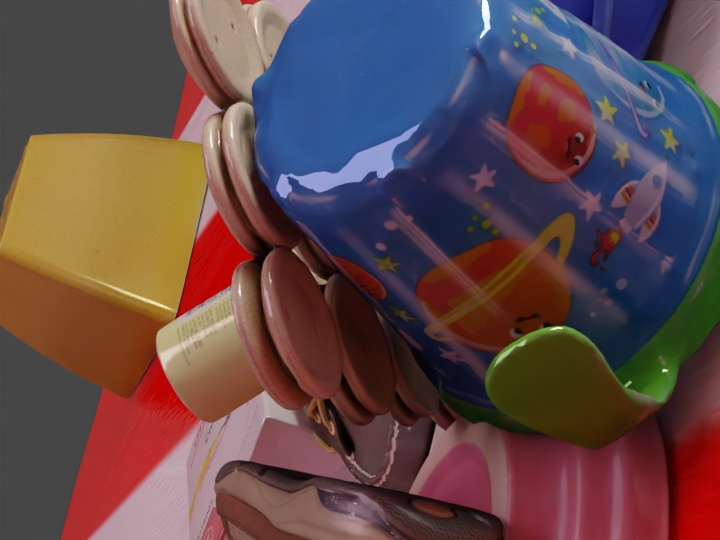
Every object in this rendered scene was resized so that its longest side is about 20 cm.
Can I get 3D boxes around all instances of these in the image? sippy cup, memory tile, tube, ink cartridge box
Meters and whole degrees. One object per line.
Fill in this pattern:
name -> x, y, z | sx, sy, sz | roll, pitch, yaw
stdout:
sippy cup -> 0.038, -0.034, 0.673 | 0.177, 0.130, 0.140 | 23, 80, 49
memory tile -> -0.009, -0.018, 0.736 | 0.200, 0.017, 0.154 | 19, -127, -69
tube -> 0.000, 0.000, 0.950 | 0.199, 0.052, 0.058 | -33, 67, 12
ink cartridge box -> -0.048, 0.095, 1.144 | 0.200, 0.067, 0.117 | -105, 34, -68

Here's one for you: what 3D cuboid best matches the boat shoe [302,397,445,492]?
boat shoe -> 0.001, 0.059, 0.990 | 0.202, 0.060, 0.073 | -116, 45, -73

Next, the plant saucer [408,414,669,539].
plant saucer -> 0.043, 0.127, 0.733 | 0.200, 0.050, 0.202 | -162, 90, -77

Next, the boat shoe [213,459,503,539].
boat shoe -> -0.012, 0.109, 0.718 | 0.200, 0.075, 0.075 | 167, 115, -76

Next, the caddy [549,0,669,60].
caddy -> 0.076, -0.136, 0.831 | 0.142, 0.104, 0.202 | 86, -171, -66

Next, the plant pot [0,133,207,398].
plant pot -> -0.267, -0.023, 2.042 | 0.200, 0.175, 0.201 | 128, 157, -58
